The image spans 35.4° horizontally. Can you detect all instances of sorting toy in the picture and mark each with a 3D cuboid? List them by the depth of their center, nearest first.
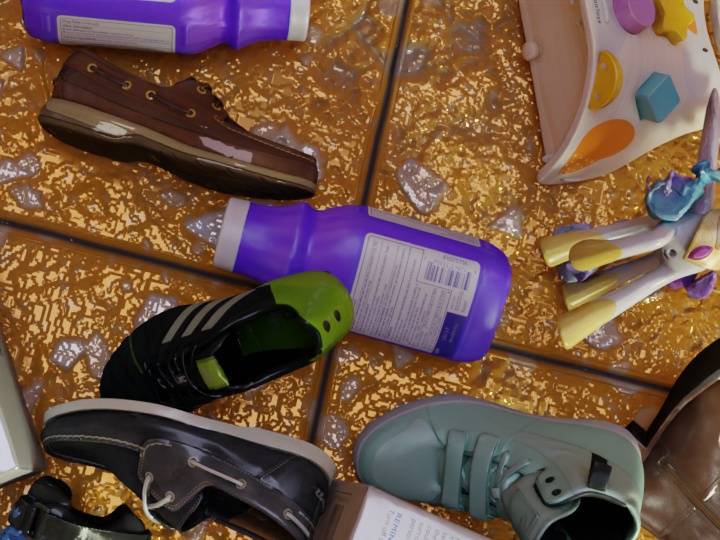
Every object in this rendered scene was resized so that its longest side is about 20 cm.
[{"bbox_3d":[0.211,-0.178,0.848,0.177,0.106,0.204,-4,80,-29],"label":"sorting toy"}]

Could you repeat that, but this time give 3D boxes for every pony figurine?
[{"bbox_3d":[0.227,-0.023,0.773,0.197,0.193,0.169,-20,96,15],"label":"pony figurine"}]

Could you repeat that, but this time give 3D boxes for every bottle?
[{"bbox_3d":[0.000,0.000,0.773,0.196,0.065,0.085,15,109,-5],"label":"bottle"},{"bbox_3d":[-0.134,-0.194,0.795,0.196,0.066,0.085,3,53,-9],"label":"bottle"}]

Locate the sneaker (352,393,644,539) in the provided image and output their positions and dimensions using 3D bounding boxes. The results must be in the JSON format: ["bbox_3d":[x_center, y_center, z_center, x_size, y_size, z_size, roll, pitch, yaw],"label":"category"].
[{"bbox_3d":[0.085,0.136,0.729,0.196,0.118,0.075,0,105,9],"label":"sneaker"}]

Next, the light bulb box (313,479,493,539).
[{"bbox_3d":[0.058,0.225,0.687,0.197,0.198,0.127,24,78,-5],"label":"light bulb box"}]

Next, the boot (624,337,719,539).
[{"bbox_3d":[0.286,0.153,0.774,0.200,0.064,0.187,43,117,4],"label":"boot"}]

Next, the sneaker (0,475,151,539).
[{"bbox_3d":[-0.230,0.181,0.711,0.196,0.077,0.113,10,84,-11],"label":"sneaker"}]

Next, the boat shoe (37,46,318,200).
[{"bbox_3d":[-0.120,-0.101,0.782,0.197,0.072,0.069,17,80,-3],"label":"boat shoe"}]

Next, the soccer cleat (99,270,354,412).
[{"bbox_3d":[-0.096,0.054,0.718,0.197,0.081,0.068,-23,101,22],"label":"soccer cleat"}]

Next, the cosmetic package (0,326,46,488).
[{"bbox_3d":[-0.326,0.065,0.696,0.197,0.123,0.202,-20,83,-10],"label":"cosmetic package"}]

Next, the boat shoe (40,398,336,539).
[{"bbox_3d":[-0.118,0.131,0.726,0.196,0.072,0.069,13,59,6],"label":"boat shoe"}]
